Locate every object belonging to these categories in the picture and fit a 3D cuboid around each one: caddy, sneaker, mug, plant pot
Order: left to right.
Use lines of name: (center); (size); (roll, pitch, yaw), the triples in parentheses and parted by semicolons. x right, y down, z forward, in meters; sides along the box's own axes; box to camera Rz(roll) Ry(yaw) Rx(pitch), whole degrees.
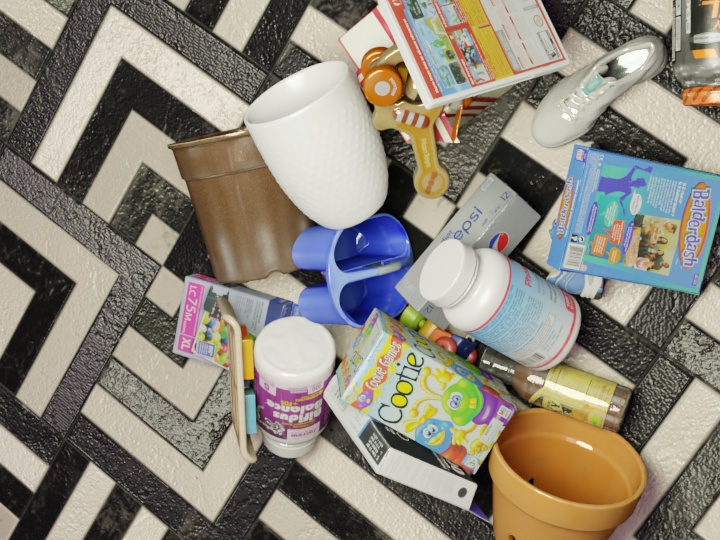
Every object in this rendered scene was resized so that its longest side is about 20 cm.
plant pot: (-0.145, -0.096, 1.581); (0.198, 0.200, 0.201); (-9, 100, 20)
mug: (-0.039, -0.162, 1.464); (0.146, 0.201, 0.176); (-18, 118, 20)
caddy: (0.000, 0.000, 1.531); (0.104, 0.199, 0.143); (-4, 97, 35)
plant pot: (0.251, 0.292, 1.477); (0.198, 0.200, 0.141); (19, 118, 17)
sneaker: (0.281, -0.064, 1.480); (0.076, 0.076, 0.203); (4, 96, 15)
sneaker: (0.292, -0.230, 1.453); (0.199, 0.088, 0.076); (-39, 84, 19)

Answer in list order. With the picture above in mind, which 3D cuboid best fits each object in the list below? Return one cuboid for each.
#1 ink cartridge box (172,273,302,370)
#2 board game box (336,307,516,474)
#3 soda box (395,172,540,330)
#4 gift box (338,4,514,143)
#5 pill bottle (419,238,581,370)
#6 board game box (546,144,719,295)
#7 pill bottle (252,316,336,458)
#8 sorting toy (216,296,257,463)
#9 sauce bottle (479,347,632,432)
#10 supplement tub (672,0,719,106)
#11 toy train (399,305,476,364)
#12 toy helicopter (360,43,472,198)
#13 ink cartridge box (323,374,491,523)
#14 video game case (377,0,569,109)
ink cartridge box: (-0.173, 0.087, 1.682); (0.198, 0.042, 0.121); (15, 101, 16)
board game box: (0.081, 0.150, 1.460); (0.199, 0.105, 0.104); (30, 100, -11)
soda box: (0.140, -0.024, 1.511); (0.200, 0.068, 0.063); (-51, 44, 6)
gift box: (0.109, -0.266, 1.465); (0.184, 0.186, 0.201); (-41, 80, 19)
pill bottle: (0.174, 0.040, 1.447); (0.199, 0.109, 0.109); (29, 109, -29)
board game box: (0.342, -0.061, 1.422); (0.198, 0.045, 0.154); (10, 100, -16)
pill bottle: (-0.093, 0.167, 1.584); (0.111, 0.113, 0.201); (23, 139, 16)
sorting toy: (-0.164, 0.144, 1.580); (0.036, 0.185, 0.202); (-8, 98, -9)
sauce bottle: (0.254, 0.152, 1.520); (0.198, 0.065, 0.065); (19, 101, 19)
supplement tub: (0.434, -0.300, 1.377); (0.121, 0.122, 0.203); (0, 96, 20)
toy train: (0.103, 0.083, 1.568); (0.116, 0.084, 0.201); (42, 101, 29)
toy helicopter: (0.080, -0.180, 1.381); (0.131, 0.079, 0.202); (-12, 119, 4)
ink cartridge box: (0.067, 0.228, 1.486); (0.199, 0.198, 0.044); (30, 98, -30)
video game case: (0.134, -0.277, 1.341); (0.198, 0.017, 0.144); (-19, 79, -24)
